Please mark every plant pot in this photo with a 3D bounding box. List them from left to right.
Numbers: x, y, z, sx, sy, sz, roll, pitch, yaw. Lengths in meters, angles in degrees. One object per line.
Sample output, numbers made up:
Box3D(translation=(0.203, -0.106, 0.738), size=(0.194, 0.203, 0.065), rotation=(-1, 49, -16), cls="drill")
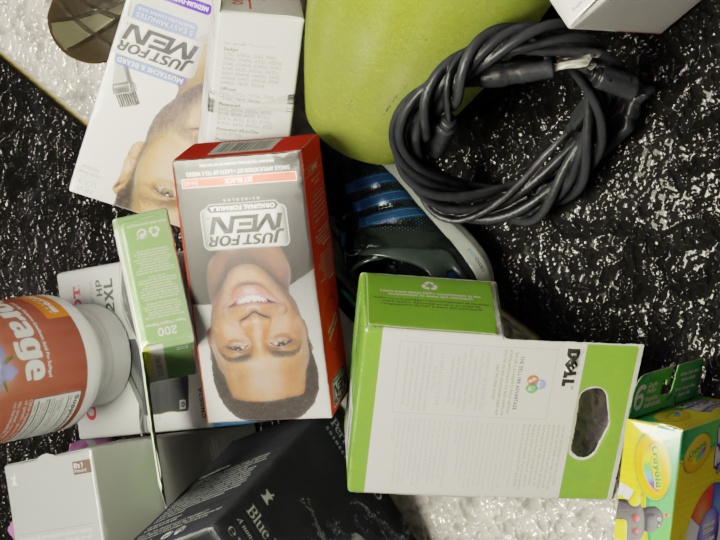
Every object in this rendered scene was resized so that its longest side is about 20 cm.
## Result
Box3D(translation=(0.033, -0.182, 1.370), size=(0.187, 0.186, 0.201), rotation=(46, 132, 23), cls="plant pot")

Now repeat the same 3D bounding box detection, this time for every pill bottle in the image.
Box3D(translation=(-0.279, 0.078, 1.486), size=(0.111, 0.199, 0.114), rotation=(5, 98, 36), cls="pill bottle")

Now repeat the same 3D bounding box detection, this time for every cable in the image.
Box3D(translation=(0.101, -0.096, 1.333), size=(0.200, 0.162, 0.051), rotation=(-40, 46, 37), cls="cable")

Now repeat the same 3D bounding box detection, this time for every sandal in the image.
Box3D(translation=(-0.175, -0.243, 1.579), size=(0.199, 0.055, 0.082), rotation=(-38, 79, 17), cls="sandal")

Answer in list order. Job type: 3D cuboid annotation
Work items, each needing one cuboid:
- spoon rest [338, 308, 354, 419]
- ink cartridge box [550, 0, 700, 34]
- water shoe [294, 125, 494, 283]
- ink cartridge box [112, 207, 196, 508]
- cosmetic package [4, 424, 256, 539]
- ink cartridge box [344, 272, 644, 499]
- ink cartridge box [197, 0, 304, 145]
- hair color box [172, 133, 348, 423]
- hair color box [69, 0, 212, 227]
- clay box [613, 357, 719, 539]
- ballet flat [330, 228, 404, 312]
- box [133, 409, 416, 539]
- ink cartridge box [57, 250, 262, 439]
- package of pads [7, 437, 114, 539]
Box3D(translation=(-0.023, 0.063, 1.462), size=(0.200, 0.061, 0.099), rotation=(40, 151, -4), cls="spoon rest")
Box3D(translation=(0.150, -0.265, 1.284), size=(0.085, 0.145, 0.201), rotation=(-39, 72, 31), cls="ink cartridge box")
Box3D(translation=(0.011, -0.034, 1.424), size=(0.200, 0.079, 0.072), rotation=(39, 147, 17), cls="water shoe")
Box3D(translation=(-0.146, 0.069, 1.420), size=(0.047, 0.146, 0.202), rotation=(-12, 78, -6), cls="ink cartridge box")
Box3D(translation=(-0.178, 0.179, 1.525), size=(0.106, 0.199, 0.091), rotation=(-14, 86, 39), cls="cosmetic package")
Box3D(translation=(0.092, 0.088, 1.372), size=(0.198, 0.076, 0.149), rotation=(3, 122, -5), cls="ink cartridge box")
Box3D(translation=(-0.084, -0.154, 1.438), size=(0.067, 0.116, 0.202), rotation=(4, 112, -8), cls="ink cartridge box")
Box3D(translation=(-0.072, 0.007, 1.386), size=(0.100, 0.061, 0.202), rotation=(-4, 105, 13), cls="hair color box")
Box3D(translation=(-0.157, -0.147, 1.534), size=(0.108, 0.065, 0.202), rotation=(18, 110, -6), cls="hair color box")
Box3D(translation=(0.219, 0.167, 1.297), size=(0.047, 0.114, 0.202), rotation=(12, 102, 33), cls="clay box")
Box3D(translation=(0.000, 0.000, 1.470), size=(0.064, 0.067, 0.200), rotation=(-44, 70, -3), cls="ballet flat")
Box3D(translation=(-0.054, 0.239, 1.415), size=(0.117, 0.200, 0.198), rotation=(-25, 100, 34), cls="box")
Box3D(translation=(-0.148, 0.058, 1.564), size=(0.199, 0.083, 0.147), rotation=(-8, 90, 36), cls="ink cartridge box")
Box3D(translation=(-0.213, 0.258, 1.636), size=(0.200, 0.075, 0.121), rotation=(51, 123, 20), cls="package of pads")
